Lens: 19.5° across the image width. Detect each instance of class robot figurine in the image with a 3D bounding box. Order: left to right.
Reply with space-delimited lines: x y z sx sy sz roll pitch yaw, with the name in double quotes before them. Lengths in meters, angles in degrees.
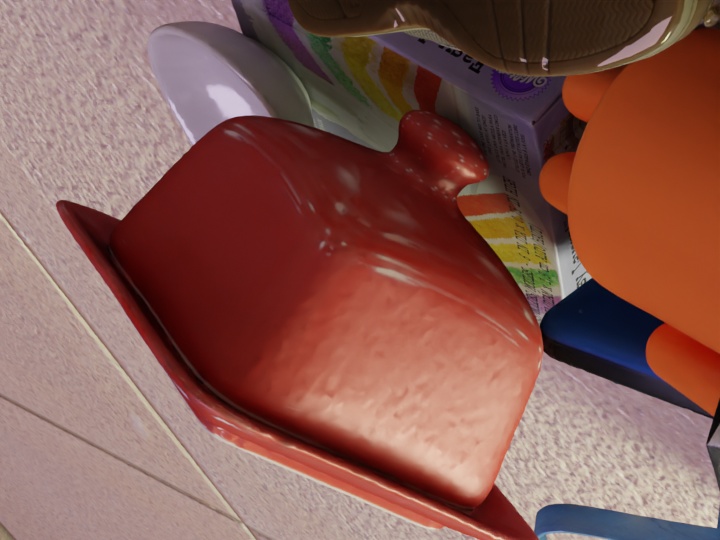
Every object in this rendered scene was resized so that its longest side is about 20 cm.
"robot figurine" 0.159 -0.023 0.797 0.200 0.144 0.117 32 168 42

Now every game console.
"game console" 0.201 0.062 0.913 0.199 0.171 0.119 20 128 36

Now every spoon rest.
"spoon rest" -0.038 -0.039 1.001 0.099 0.061 0.200 18 150 50

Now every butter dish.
"butter dish" 0.000 0.000 0.890 0.199 0.148 0.200 26 -167 -34

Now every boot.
"boot" 0.086 -0.110 0.733 0.200 0.154 0.072 12 106 54

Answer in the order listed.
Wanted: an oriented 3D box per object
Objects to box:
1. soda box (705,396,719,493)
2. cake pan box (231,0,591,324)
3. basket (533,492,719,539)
"soda box" 0.177 0.091 0.755 0.070 0.064 0.200 7 148 25
"cake pan box" 0.033 -0.064 0.976 0.184 0.052 0.200 34 160 26
"basket" 0.196 0.184 1.143 0.199 0.140 0.177 3 150 10
